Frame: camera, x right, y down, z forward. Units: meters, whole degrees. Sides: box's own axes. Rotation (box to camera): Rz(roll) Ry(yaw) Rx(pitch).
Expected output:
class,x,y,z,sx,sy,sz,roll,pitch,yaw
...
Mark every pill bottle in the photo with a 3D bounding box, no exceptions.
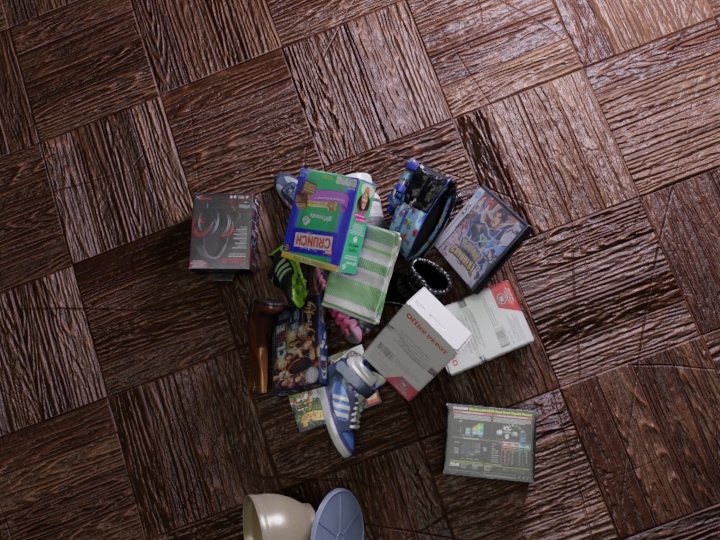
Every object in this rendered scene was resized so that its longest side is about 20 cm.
class,x,y,z,sx,sy,sz,roll,pitch,yaw
pill bottle,0.000,-0.111,1.619,0.112,0.113,0.202,-13,79,3

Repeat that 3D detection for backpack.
class,x,y,z,sx,sy,sz,roll,pitch,yaw
backpack,0.125,-0.123,1.580,0.134,0.182,0.201,29,92,14

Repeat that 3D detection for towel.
class,x,y,z,sx,sy,sz,roll,pitch,yaw
towel,0.000,0.000,1.536,0.151,0.023,0.202,17,95,27

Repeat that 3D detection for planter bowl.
class,x,y,z,sx,sy,sz,roll,pitch,yaw
planter bowl,-0.161,0.565,1.494,0.133,0.200,0.203,-4,79,-22

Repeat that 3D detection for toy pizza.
class,x,y,z,sx,sy,sz,roll,pitch,yaw
toy pizza,-0.054,0.558,1.478,0.031,0.200,0.203,-6,78,31

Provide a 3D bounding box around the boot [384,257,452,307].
class,x,y,z,sx,sy,sz,roll,pitch,yaw
boot,0.091,0.023,1.552,0.209,0.158,0.080,16,70,1

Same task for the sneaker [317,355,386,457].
class,x,y,z,sx,sy,sz,roll,pitch,yaw
sneaker,-0.005,0.283,1.527,0.145,0.081,0.202,-21,73,8

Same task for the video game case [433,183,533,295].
class,x,y,z,sx,sy,sz,roll,pitch,yaw
video game case,0.260,-0.072,1.544,0.181,0.025,0.200,-50,36,13

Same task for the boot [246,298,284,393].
class,x,y,z,sx,sy,sz,roll,pitch,yaw
boot,-0.219,0.167,1.563,0.068,0.188,0.203,8,77,-27

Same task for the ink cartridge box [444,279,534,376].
class,x,y,z,sx,sy,sz,roll,pitch,yaw
ink cartridge box,0.259,0.130,1.565,0.198,0.084,0.146,-22,79,2

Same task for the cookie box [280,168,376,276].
class,x,y,z,sx,sy,sz,roll,pitch,yaw
cookie box,-0.070,-0.106,1.532,0.170,0.075,0.202,15,93,35

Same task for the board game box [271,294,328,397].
class,x,y,z,sx,sy,sz,roll,pitch,yaw
board game box,-0.135,0.168,1.571,0.134,0.035,0.202,-20,60,29

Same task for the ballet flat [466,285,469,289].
class,x,y,z,sx,sy,sz,roll,pitch,yaw
ballet flat,0.271,-0.041,1.599,0.067,0.067,0.202,20,73,-6

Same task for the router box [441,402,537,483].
class,x,y,z,sx,sy,sz,roll,pitch,yaw
router box,0.278,0.370,1.532,0.197,0.062,0.152,5,82,7

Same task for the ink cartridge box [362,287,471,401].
class,x,y,z,sx,sy,sz,roll,pitch,yaw
ink cartridge box,0.118,0.157,1.491,0.146,0.083,0.200,44,131,8

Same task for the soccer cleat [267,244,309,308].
class,x,y,z,sx,sy,sz,roll,pitch,yaw
soccer cleat,-0.168,0.020,1.608,0.080,0.068,0.201,-28,42,12

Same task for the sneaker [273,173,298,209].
class,x,y,z,sx,sy,sz,roll,pitch,yaw
sneaker,-0.134,-0.161,1.657,0.070,0.082,0.200,-45,79,-1

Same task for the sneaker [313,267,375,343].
class,x,y,z,sx,sy,sz,roll,pitch,yaw
sneaker,-0.032,0.066,1.622,0.095,0.079,0.201,-30,79,-22

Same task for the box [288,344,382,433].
class,x,y,z,sx,sy,sz,roll,pitch,yaw
box,-0.064,0.266,1.598,0.198,0.038,0.138,-21,79,2

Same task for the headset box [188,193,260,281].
class,x,y,z,sx,sy,sz,roll,pitch,yaw
headset box,-0.318,-0.074,1.664,0.147,0.075,0.203,1,80,6
